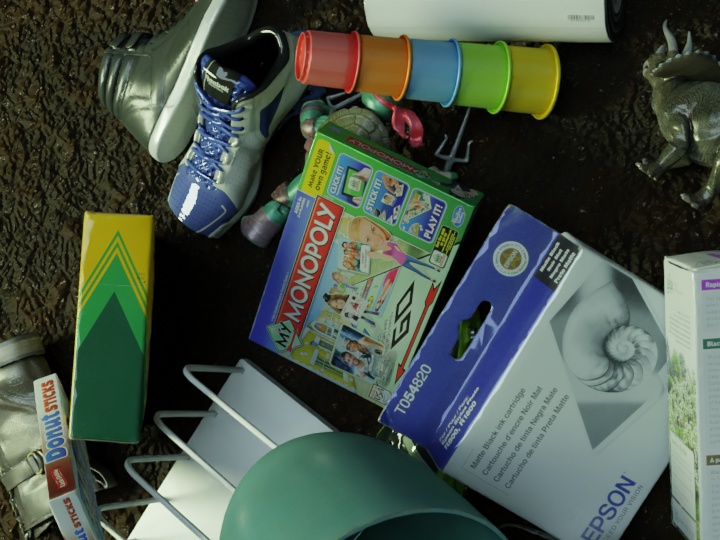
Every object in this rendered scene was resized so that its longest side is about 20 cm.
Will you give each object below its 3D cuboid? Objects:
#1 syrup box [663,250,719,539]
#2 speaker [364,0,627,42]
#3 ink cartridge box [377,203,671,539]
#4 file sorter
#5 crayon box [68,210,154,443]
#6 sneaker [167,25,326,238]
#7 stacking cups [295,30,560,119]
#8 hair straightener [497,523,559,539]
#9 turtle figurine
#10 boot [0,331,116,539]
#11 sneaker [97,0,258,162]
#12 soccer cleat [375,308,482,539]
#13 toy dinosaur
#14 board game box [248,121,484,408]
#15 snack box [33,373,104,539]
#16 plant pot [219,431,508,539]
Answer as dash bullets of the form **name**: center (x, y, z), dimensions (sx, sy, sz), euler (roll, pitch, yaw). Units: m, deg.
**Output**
- **syrup box**: center (0.259, 0.089, 0.851), dimensions (0.081, 0.079, 0.200), euler (-3, 96, -1)
- **speaker**: center (0.105, -0.221, 0.978), dimensions (0.200, 0.081, 0.081), euler (6, 87, 24)
- **ink cartridge box**: center (0.146, 0.084, 0.911), dimensions (0.200, 0.041, 0.200), euler (30, 98, -3)
- **file sorter**: center (-0.123, 0.192, 1.011), dimensions (0.139, 0.124, 0.200), euler (36, 99, 22)
- **crayon box**: center (-0.201, 0.047, 1.019), dimensions (0.058, 0.200, 0.173), euler (5, 86, -9)
- **sneaker**: center (-0.113, -0.131, 1.041), dimensions (0.081, 0.115, 0.200), euler (39, 100, 22)
- **stacking cups**: center (0.052, -0.153, 0.942), dimensions (0.200, 0.060, 0.061), euler (3, 85, -17)
- **hair straightener**: center (0.074, 0.258, 0.962), dimensions (0.200, 0.041, 0.077), euler (-37, 83, 16)
- **turtle figurine**: center (-0.008, -0.089, 1.008), dimensions (0.150, 0.101, 0.200), euler (42, 107, 20)
- **boot**: center (-0.331, 0.166, 1.135), dimensions (0.200, 0.069, 0.174), euler (-27, 83, 26)
- **sneaker**: center (-0.167, -0.206, 1.094), dimensions (0.099, 0.071, 0.200), euler (33, 102, 17)
- **soccer cleat**: center (0.053, 0.118, 0.977), dimensions (0.081, 0.067, 0.200), euler (9, 92, 25)
- **toy dinosaur**: center (0.268, -0.094, 0.900), dimensions (0.200, 0.077, 0.102), euler (41, 108, 24)
- **board game box**: center (0.000, 0.000, 0.971), dimensions (0.134, 0.029, 0.200), euler (26, 121, 9)
- **snack box**: center (-0.233, 0.157, 0.986), dimensions (0.024, 0.200, 0.072), euler (-20, 115, -10)
- **plant pot**: center (-0.012, 0.209, 0.879), dimensions (0.201, 0.200, 0.161), euler (-57, 34, 9)
